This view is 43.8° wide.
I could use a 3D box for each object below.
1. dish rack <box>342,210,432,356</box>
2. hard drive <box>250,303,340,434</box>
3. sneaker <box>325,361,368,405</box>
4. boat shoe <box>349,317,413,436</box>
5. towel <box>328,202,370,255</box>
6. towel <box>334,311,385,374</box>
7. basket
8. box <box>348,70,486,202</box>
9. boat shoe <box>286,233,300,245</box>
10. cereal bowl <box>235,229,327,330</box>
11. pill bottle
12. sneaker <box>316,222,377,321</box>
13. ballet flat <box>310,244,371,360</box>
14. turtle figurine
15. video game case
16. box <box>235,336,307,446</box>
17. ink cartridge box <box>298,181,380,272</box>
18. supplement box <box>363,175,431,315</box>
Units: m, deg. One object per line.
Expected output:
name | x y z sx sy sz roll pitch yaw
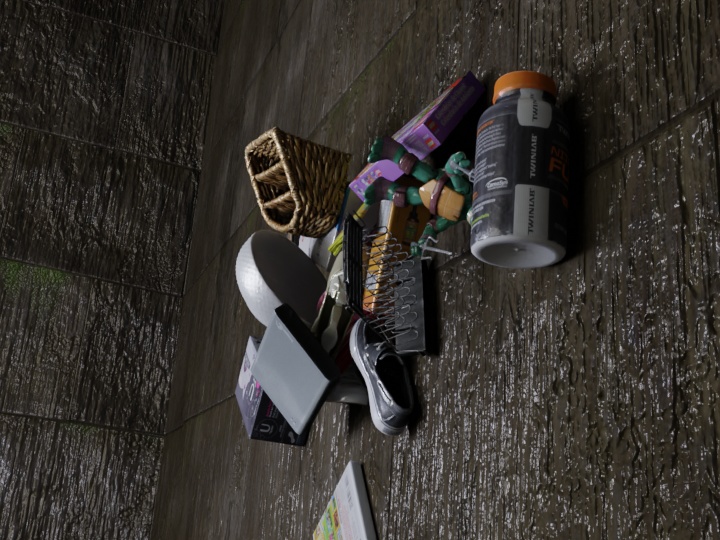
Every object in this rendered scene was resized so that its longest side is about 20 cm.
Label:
dish rack | 0.034 0.016 1.195 0.054 0.200 0.156 -15 57 22
hard drive | -0.105 0.157 1.407 0.140 0.033 0.201 50 146 16
sneaker | -0.035 0.170 1.461 0.200 0.071 0.087 -172 91 -71
boat shoe | 0.035 0.136 1.293 0.202 0.070 0.068 -102 29 -43
towel | 0.019 -0.108 1.405 0.201 0.018 0.086 -54 7 -36
towel | -0.038 0.107 1.487 0.145 0.022 0.200 -48 21 -4
basket | -0.124 -0.139 1.519 0.199 0.146 0.146 -5 71 66
box | 0.077 -0.185 1.260 0.137 0.039 0.199 -52 11 -35
boat shoe | -0.122 -0.080 1.836 0.068 0.071 0.204 -147 69 -67
cereal bowl | -0.135 0.037 1.494 0.083 0.199 0.202 -40 36 21
pill bottle | 0.177 -0.113 0.984 0.106 0.104 0.205 149 129 -64
sneaker | 0.000 0.000 1.441 0.201 0.078 0.096 -50 19 21
ballet flat | -0.030 0.054 1.373 0.070 0.068 0.203 -121 47 -61
turtle figurine | 0.098 -0.091 1.144 0.198 0.100 0.152 28 113 26
video game case | -0.022 0.429 1.366 0.202 0.022 0.184 -107 34 -51
box | -0.165 0.228 1.729 0.200 0.112 0.135 -132 55 -65
ink cartridge box | -0.034 -0.082 1.577 0.200 0.083 0.148 -144 68 -68
supplement box | 0.056 -0.035 1.335 0.069 0.065 0.205 -164 86 -73
